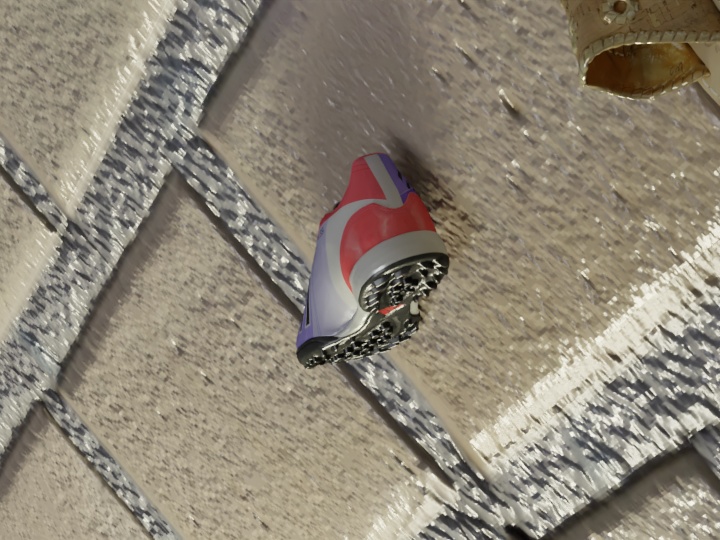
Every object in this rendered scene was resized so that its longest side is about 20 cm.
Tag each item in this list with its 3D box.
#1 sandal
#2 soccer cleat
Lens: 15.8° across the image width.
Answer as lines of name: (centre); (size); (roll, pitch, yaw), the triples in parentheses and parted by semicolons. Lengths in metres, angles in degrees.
sandal: (0.128, -0.099, 1.128); (0.212, 0.070, 0.078); (45, 153, 15)
soccer cleat: (0.000, 0.000, 1.482); (0.200, 0.068, 0.073); (121, 132, -66)
